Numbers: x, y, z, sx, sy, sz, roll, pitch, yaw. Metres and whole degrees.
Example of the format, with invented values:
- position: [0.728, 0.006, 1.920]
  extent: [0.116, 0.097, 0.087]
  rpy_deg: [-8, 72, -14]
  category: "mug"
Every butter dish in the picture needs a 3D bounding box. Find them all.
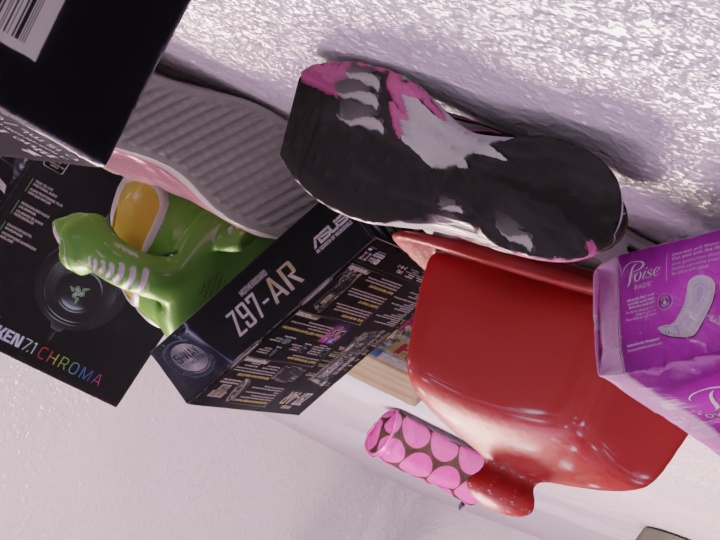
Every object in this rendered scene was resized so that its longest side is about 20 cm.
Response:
- position: [0.112, 0.080, 1.039]
  extent: [0.200, 0.148, 0.199]
  rpy_deg: [18, 167, 35]
  category: "butter dish"

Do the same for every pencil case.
- position: [0.099, 0.270, 2.441]
  extent: [0.200, 0.091, 0.094]
  rpy_deg: [32, -178, -26]
  category: "pencil case"

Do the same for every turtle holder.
- position: [-0.120, -0.012, 1.181]
  extent: [0.132, 0.185, 0.141]
  rpy_deg: [37, 146, 30]
  category: "turtle holder"

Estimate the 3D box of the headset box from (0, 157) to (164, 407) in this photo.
- position: [-0.211, -0.027, 1.279]
  extent: [0.174, 0.200, 0.093]
  rpy_deg: [32, -176, -34]
  category: "headset box"

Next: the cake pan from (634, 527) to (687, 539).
- position: [0.487, 0.426, 2.462]
  extent: [0.200, 0.037, 0.200]
  rpy_deg: [23, 170, 4]
  category: "cake pan"

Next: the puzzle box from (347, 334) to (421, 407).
- position: [-0.013, 0.042, 1.425]
  extent: [0.200, 0.025, 0.133]
  rpy_deg: [26, -157, 14]
  category: "puzzle box"

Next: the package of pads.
- position: [0.220, 0.048, 0.890]
  extent: [0.120, 0.076, 0.200]
  rpy_deg: [-16, 148, 32]
  category: "package of pads"

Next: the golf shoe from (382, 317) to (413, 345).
- position: [0.000, 0.000, 1.321]
  extent: [0.092, 0.075, 0.200]
  rpy_deg: [46, -178, 23]
  category: "golf shoe"

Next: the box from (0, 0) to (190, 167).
- position: [-0.225, -0.150, 0.877]
  extent: [0.197, 0.118, 0.200]
  rpy_deg: [30, 170, -31]
  category: "box"

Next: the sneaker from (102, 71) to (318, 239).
- position: [-0.110, -0.082, 1.099]
  extent: [0.200, 0.075, 0.105]
  rpy_deg: [25, 177, -10]
  category: "sneaker"

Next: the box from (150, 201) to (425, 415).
- position: [-0.030, 0.028, 1.121]
  extent: [0.044, 0.160, 0.200]
  rpy_deg: [52, -169, 17]
  category: "box"

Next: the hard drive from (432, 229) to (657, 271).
- position: [0.134, -0.001, 1.066]
  extent: [0.132, 0.027, 0.200]
  rpy_deg: [27, 170, -13]
  category: "hard drive"

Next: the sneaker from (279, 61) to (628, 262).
- position: [0.051, -0.046, 0.894]
  extent: [0.200, 0.080, 0.086]
  rpy_deg: [26, -177, 23]
  category: "sneaker"
